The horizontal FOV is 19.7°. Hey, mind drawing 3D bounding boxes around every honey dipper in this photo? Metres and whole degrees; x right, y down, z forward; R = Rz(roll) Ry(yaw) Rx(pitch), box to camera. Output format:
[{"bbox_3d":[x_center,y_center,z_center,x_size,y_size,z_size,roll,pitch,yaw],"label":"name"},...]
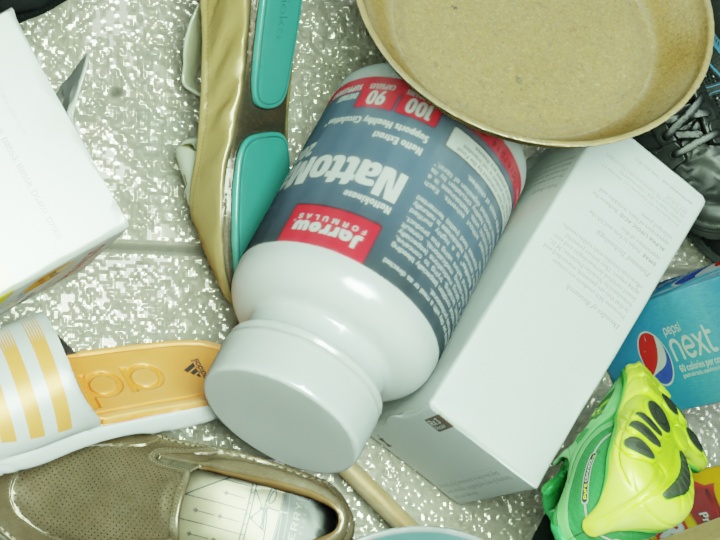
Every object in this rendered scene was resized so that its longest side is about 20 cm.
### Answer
[{"bbox_3d":[0.046,0.162,1.156,0.200,0.038,0.038,45,69,-3],"label":"honey dipper"}]

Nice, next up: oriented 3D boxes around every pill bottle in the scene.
[{"bbox_3d":[0.000,0.000,1.103,0.119,0.119,0.201,34,60,-11],"label":"pill bottle"}]

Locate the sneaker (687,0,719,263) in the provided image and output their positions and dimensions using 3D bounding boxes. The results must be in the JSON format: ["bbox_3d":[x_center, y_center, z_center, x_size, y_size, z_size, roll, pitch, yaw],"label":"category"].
[{"bbox_3d":[0.224,-0.101,1.241,0.072,0.082,0.202,-4,83,-23],"label":"sneaker"}]

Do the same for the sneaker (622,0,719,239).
[{"bbox_3d":[0.165,-0.118,1.189,0.060,0.104,0.201,-26,64,-5],"label":"sneaker"}]

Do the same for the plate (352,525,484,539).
[{"bbox_3d":[0.012,0.228,1.105,0.198,0.026,0.202,-8,108,-26],"label":"plate"}]

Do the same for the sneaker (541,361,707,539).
[{"bbox_3d":[0.135,0.103,1.105,0.083,0.200,0.074,-34,88,15],"label":"sneaker"}]

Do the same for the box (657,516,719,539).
[{"bbox_3d":[0.181,0.198,1.075,0.198,0.021,0.165,-18,126,-16],"label":"box"}]

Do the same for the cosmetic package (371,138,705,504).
[{"bbox_3d":[0.095,0.024,1.156,0.081,0.113,0.201,35,72,-10],"label":"cosmetic package"}]

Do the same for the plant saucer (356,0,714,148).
[{"bbox_3d":[0.090,-0.137,1.110,0.198,0.036,0.202,6,55,-9],"label":"plant saucer"}]

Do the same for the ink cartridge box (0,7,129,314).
[{"bbox_3d":[-0.218,-0.031,1.040,0.199,0.128,0.126,-30,91,-22],"label":"ink cartridge box"}]

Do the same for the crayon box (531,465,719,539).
[{"bbox_3d":[0.212,0.176,1.176,0.198,0.051,0.128,-7,53,-22],"label":"crayon box"}]

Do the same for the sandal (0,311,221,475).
[{"bbox_3d":[-0.152,0.051,1.073,0.205,0.060,0.079,-12,41,-28],"label":"sandal"}]

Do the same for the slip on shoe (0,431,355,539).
[{"bbox_3d":[-0.100,0.123,1.076,0.198,0.061,0.077,12,77,-4],"label":"slip on shoe"}]

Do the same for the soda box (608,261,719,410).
[{"bbox_3d":[0.204,0.031,1.145,0.064,0.200,0.068,-25,89,-22],"label":"soda box"}]

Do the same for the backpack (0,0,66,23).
[{"bbox_3d":[-0.232,-0.193,1.032,0.188,0.200,0.156,-5,64,-7],"label":"backpack"}]

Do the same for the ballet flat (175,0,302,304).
[{"bbox_3d":[-0.070,-0.084,1.140,0.068,0.062,0.202,0,98,-60],"label":"ballet flat"}]
